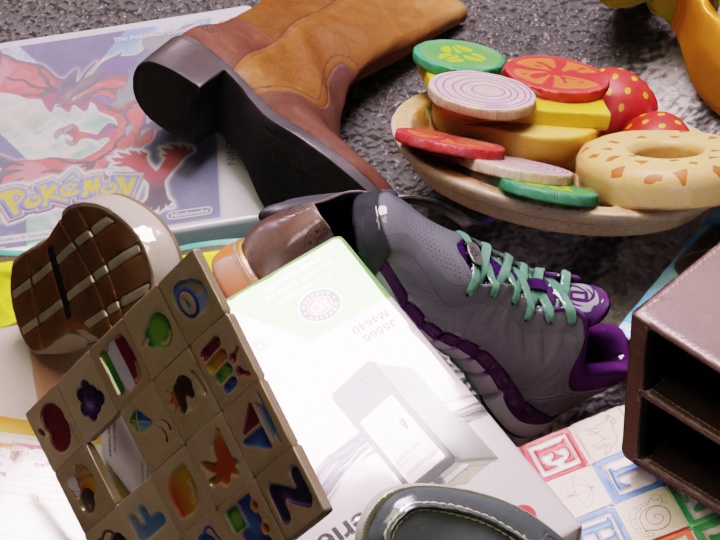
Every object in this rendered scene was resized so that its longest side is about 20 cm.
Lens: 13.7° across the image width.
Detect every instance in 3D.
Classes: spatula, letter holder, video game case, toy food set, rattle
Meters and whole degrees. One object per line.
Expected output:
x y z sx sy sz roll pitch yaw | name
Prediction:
0.031 -0.034 1.638 0.199 0.056 0.021 0 78 -32 | spatula
0.246 0.038 1.476 0.142 0.101 0.200 32 52 30 | letter holder
-0.155 -0.076 1.778 0.199 0.023 0.183 -9 47 3 | video game case
0.111 -0.073 1.653 0.197 0.049 0.200 3 24 -10 | toy food set
0.237 -0.190 1.778 0.143 0.131 0.200 35 35 22 | rattle

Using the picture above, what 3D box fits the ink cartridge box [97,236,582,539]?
-0.011 0.105 1.429 0.145 0.084 0.200 -30 62 -21 | ink cartridge box

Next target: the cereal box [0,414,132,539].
-0.193 0.156 1.446 0.143 0.040 0.201 10 50 5 | cereal box

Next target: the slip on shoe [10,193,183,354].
-0.117 0.004 1.491 0.060 0.200 0.076 -12 84 -24 | slip on shoe

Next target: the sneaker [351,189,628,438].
0.072 0.008 1.528 0.087 0.200 0.075 -24 51 20 | sneaker

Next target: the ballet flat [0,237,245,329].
-0.122 0.023 1.663 0.199 0.067 0.067 -2 69 13 | ballet flat

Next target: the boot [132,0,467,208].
-0.004 -0.106 1.758 0.188 0.069 0.200 30 43 25 | boot

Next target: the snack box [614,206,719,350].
0.247 0.043 1.581 0.199 0.037 0.116 24 56 29 | snack box

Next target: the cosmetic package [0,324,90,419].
-0.126 0.078 1.587 0.199 0.087 0.104 -16 46 -4 | cosmetic package

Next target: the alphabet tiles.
-0.072 0.115 1.372 0.008 0.167 0.201 -15 72 -42 | alphabet tiles

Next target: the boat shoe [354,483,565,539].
0.090 0.155 1.338 0.200 0.062 0.073 33 78 -15 | boat shoe

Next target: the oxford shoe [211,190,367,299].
0.000 0.000 1.576 0.073 0.200 0.071 -40 75 18 | oxford shoe

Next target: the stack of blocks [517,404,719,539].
0.144 0.163 1.477 0.115 0.059 0.200 -20 48 -7 | stack of blocks
